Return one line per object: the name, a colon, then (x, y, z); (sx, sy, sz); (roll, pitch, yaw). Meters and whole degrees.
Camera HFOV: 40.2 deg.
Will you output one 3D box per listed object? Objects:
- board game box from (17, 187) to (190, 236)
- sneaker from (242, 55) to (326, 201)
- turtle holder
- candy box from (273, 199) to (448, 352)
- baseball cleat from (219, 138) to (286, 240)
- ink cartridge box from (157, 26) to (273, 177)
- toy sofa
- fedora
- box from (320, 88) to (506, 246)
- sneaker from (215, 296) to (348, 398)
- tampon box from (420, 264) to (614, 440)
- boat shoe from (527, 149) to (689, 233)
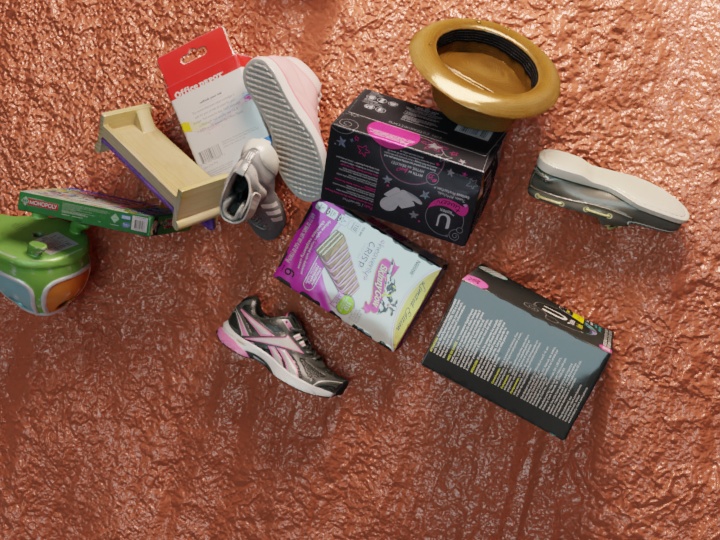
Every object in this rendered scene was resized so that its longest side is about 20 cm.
board game box: (-0.356, -0.084, 1.386); (0.199, 0.135, 0.029); (12, 100, 13)
sneaker: (-0.076, -0.196, 1.315); (0.075, 0.105, 0.201); (-21, 97, 32)
turtle holder: (-0.482, -0.013, 1.427); (0.185, 0.141, 0.132); (8, 119, 3)
candy box: (0.000, 0.000, 1.339); (0.200, 0.061, 0.137); (31, 103, 9)
baseball cleat: (-0.147, -0.086, 1.295); (0.070, 0.200, 0.107); (23, 59, 16)
ink cartridge box: (-0.187, -0.219, 1.358); (0.116, 0.067, 0.201); (-21, 91, 17)
toy sofa: (-0.273, -0.132, 1.342); (0.200, 0.083, 0.098); (42, 133, 26)
fedora: (0.150, -0.236, 1.240); (0.200, 0.201, 0.082); (25, 138, 11)
box: (0.067, -0.133, 1.258); (0.199, 0.132, 0.115); (20, 125, 11)
sneaker: (-0.101, 0.104, 1.373); (0.200, 0.080, 0.087); (30, 93, 4)
tampon box: (0.202, 0.097, 1.251); (0.200, 0.150, 0.127); (28, 103, 10)
boat shoe: (0.311, -0.090, 1.244); (0.201, 0.072, 0.060); (22, 123, 4)
